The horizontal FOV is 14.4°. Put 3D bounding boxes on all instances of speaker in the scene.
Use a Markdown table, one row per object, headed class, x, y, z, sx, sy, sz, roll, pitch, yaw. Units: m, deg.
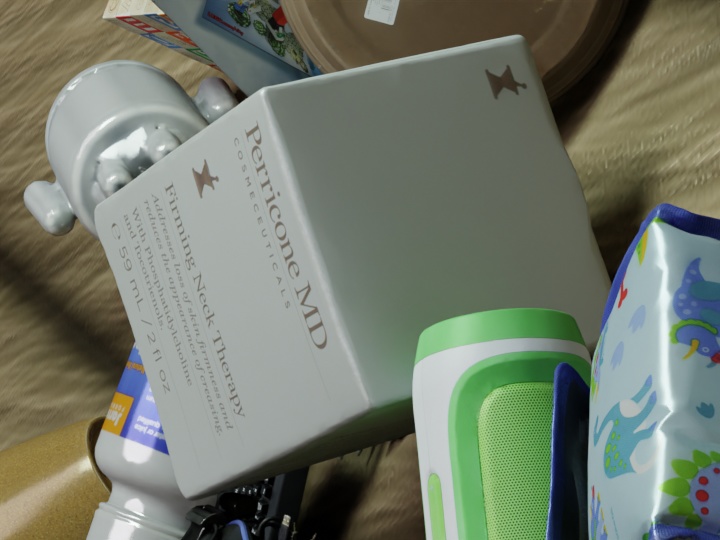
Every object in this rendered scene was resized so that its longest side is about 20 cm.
| class | x | y | z | sx | sy | sz | roll | pitch | yaw |
| --- | --- | --- | --- | --- | --- | --- | --- | --- | --- |
| speaker | 0.072 | 0.123 | 1.279 | 0.088 | 0.088 | 0.201 | -30 | 62 | 56 |

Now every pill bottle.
| class | x | y | z | sx | sy | sz | roll | pitch | yaw |
| --- | --- | --- | --- | --- | --- | --- | --- | --- | --- |
| pill bottle | -0.094 | 0.086 | 1.717 | 0.112 | 0.112 | 0.200 | 7 | 75 | 67 |

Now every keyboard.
| class | x | y | z | sx | sy | sz | roll | pitch | yaw |
| --- | --- | --- | --- | --- | --- | --- | --- | --- | --- |
| keyboard | -0.069 | 0.155 | 1.618 | 0.104 | 0.040 | 0.201 | 30 | 113 | 52 |

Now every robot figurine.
| class | x | y | z | sx | sy | sz | roll | pitch | yaw |
| --- | --- | --- | --- | --- | --- | --- | --- | --- | --- |
| robot figurine | -0.162 | -0.082 | 2.030 | 0.169 | 0.113 | 0.200 | -28 | 25 | -3 |

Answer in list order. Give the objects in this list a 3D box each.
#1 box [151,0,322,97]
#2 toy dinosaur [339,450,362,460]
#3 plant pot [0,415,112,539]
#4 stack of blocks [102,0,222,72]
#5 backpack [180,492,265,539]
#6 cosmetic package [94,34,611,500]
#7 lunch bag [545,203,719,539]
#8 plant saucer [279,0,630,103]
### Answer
| class | x | y | z | sx | sy | sz | roll | pitch | yaw |
| --- | --- | --- | --- | --- | --- | --- | --- | --- | --- |
| box | -0.019 | -0.149 | 1.611 | 0.137 | 0.200 | 0.038 | -45 | 38 | 1 |
| toy dinosaur | 0.000 | 0.000 | 1.637 | 0.102 | 0.077 | 0.200 | -38 | 38 | 27 |
| plant pot | -0.209 | 0.186 | 1.829 | 0.200 | 0.186 | 0.187 | -42 | 31 | 23 |
| stack of blocks | -0.085 | -0.178 | 1.945 | 0.200 | 0.115 | 0.059 | 9 | 77 | 66 |
| backpack | -0.071 | 0.250 | 1.460 | 0.191 | 0.154 | 0.200 | -45 | 24 | 27 |
| cosmetic package | -0.004 | 0.000 | 1.446 | 0.200 | 0.166 | 0.168 | -30 | 76 | 55 |
| lunch bag | 0.140 | 0.099 | 1.175 | 0.200 | 0.127 | 0.170 | 104 | 174 | -52 |
| plant saucer | 0.049 | -0.171 | 1.528 | 0.200 | 0.200 | 0.029 | -60 | 3 | 16 |
